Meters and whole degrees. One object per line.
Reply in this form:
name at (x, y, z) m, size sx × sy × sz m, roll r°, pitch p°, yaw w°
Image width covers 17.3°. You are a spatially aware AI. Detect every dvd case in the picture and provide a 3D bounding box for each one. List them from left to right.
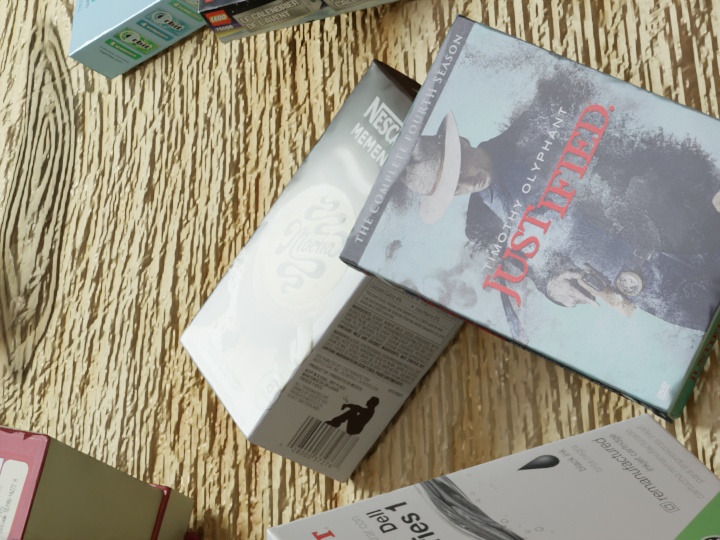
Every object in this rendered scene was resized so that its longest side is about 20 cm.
dvd case at (0.102, -0.030, 1.186) m, size 0.200 × 0.022 × 0.146 m, roll 26°, pitch 89°, yaw 28°

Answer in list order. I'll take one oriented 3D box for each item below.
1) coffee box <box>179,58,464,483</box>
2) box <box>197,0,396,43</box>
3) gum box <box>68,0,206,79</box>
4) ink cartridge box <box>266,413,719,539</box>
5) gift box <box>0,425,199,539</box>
coffee box at (0.000, 0.000, 1.312) m, size 0.200 × 0.080 × 0.113 m, roll -55°, pitch 38°, yaw 11°
box at (-0.030, -0.248, 1.499) m, size 0.137 × 0.040 × 0.200 m, roll -12°, pitch 57°, yaw 20°
gum box at (-0.117, -0.246, 1.638) m, size 0.200 × 0.045 × 0.170 m, roll -25°, pitch 50°, yaw 40°
ink cartridge box at (0.075, 0.154, 1.025) m, size 0.146 × 0.200 × 0.084 m, roll 45°, pitch 143°, yaw 52°
gift box at (-0.204, 0.190, 1.358) m, size 0.200 × 0.187 × 0.185 m, roll 13°, pitch 78°, yaw 28°
